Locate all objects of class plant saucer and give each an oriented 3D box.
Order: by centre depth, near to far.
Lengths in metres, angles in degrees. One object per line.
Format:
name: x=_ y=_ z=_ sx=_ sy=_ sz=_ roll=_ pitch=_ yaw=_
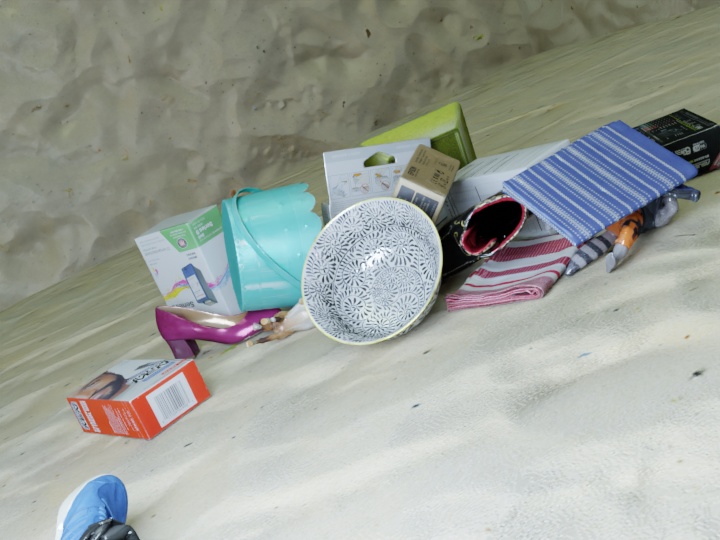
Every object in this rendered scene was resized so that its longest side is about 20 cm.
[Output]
plant saucer: x=0.121 y=-0.164 z=1.559 sx=0.198 sy=0.201 sz=0.048 roll=-25 pitch=24 yaw=-8

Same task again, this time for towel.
towel: x=0.291 y=-0.109 z=1.086 sx=0.199 sy=0.024 sz=0.145 roll=-29 pitch=46 yaw=-17
towel: x=0.212 y=-0.006 z=1.175 sx=0.143 sy=0.023 sz=0.200 roll=-11 pitch=18 yaw=38

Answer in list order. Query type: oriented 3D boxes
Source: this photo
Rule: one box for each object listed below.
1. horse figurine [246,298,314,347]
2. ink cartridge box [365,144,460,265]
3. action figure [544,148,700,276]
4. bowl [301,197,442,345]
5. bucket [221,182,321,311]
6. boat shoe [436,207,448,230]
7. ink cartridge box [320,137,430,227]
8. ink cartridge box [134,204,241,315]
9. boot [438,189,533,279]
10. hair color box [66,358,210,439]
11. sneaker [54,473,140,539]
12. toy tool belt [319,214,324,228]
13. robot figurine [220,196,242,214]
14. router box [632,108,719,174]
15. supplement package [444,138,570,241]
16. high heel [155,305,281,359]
horse figurine: x=-0.084 y=0.062 z=1.306 sx=0.199 sy=0.050 sz=0.132 roll=-27 pitch=-5 yaw=17
ink cartridge box: x=0.074 y=-0.077 z=1.298 sx=0.075 sy=0.166 sz=0.200 roll=24 pitch=24 yaw=2
action figure: x=0.313 y=-0.079 z=1.133 sx=0.193 sy=0.105 sz=0.199 roll=-25 pitch=38 yaw=-31
bowl: x=0.031 y=0.016 z=1.164 sx=0.199 sy=0.202 sz=0.094 roll=-12 pitch=-28 yaw=23
bucket: x=-0.138 y=-0.034 z=1.395 sx=0.134 sy=0.209 sz=0.207 roll=-10 pitch=11 yaw=-14
boat shoe: x=0.132 y=-0.076 z=1.472 sx=0.200 sy=0.070 sz=0.071 roll=-39 pitch=22 yaw=-16
ink cartridge box: x=0.031 y=-0.122 z=1.486 sx=0.198 sy=0.175 sz=0.043 roll=-11 pitch=9 yaw=-20
ink cartridge box: x=-0.280 y=0.004 z=1.550 sx=0.144 sy=0.201 sz=0.087 roll=-11 pitch=21 yaw=37
boot: x=0.156 y=-0.047 z=1.208 sx=0.199 sy=0.073 sz=0.151 roll=-33 pitch=0 yaw=17
hair color box: x=-0.313 y=0.176 z=1.241 sx=0.199 sy=0.064 sz=0.111 roll=-9 pitch=20 yaw=48
sneaker: x=-0.229 y=0.247 z=0.799 sx=0.111 sy=0.077 sz=0.200 roll=-24 pitch=17 yaw=20
toy tool belt: x=-0.051 y=-0.035 z=1.571 sx=0.199 sy=0.123 sz=0.125 roll=-28 pitch=49 yaw=1
robot figurine: x=-0.213 y=-0.038 z=1.625 sx=0.174 sy=0.201 sz=0.116 roll=20 pitch=47 yaw=5
router box: x=0.457 y=-0.182 z=1.363 sx=0.149 sy=0.063 sz=0.200 roll=-19 pitch=14 yaw=11
supplement package: x=0.231 y=-0.116 z=1.363 sx=0.109 sy=0.115 sz=0.199 roll=-33 pitch=17 yaw=-33
high heel: x=-0.229 y=0.073 z=1.422 sx=0.198 sy=0.097 sz=0.067 roll=-22 pitch=13 yaw=4
